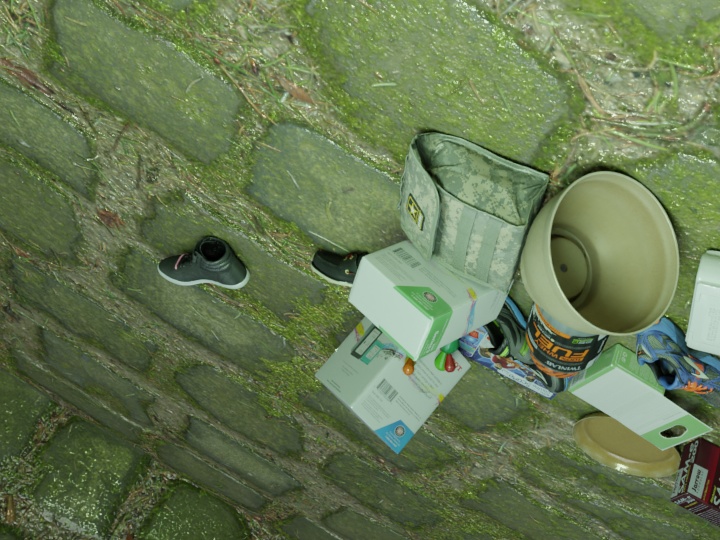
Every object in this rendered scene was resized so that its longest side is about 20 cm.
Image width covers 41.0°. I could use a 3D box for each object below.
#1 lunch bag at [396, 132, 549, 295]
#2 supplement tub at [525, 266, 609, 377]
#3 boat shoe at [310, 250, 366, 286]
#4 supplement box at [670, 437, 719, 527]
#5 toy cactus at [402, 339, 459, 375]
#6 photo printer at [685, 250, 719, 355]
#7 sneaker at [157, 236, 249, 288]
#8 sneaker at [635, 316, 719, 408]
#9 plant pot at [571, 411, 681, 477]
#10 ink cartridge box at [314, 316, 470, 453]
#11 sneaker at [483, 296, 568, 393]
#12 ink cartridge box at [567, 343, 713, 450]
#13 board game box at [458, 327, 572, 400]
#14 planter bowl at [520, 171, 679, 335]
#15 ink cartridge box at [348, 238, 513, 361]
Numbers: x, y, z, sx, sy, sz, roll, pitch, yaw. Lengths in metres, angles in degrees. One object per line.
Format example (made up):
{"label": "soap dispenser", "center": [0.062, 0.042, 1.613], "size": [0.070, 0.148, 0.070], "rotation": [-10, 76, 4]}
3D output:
{"label": "lunch bag", "center": [0.139, -0.083, 1.320], "size": [0.197, 0.118, 0.165], "rotation": [25, 148, 13]}
{"label": "supplement tub", "center": [0.308, 0.070, 1.408], "size": [0.120, 0.124, 0.201], "rotation": [20, 150, 13]}
{"label": "boat shoe", "center": [0.002, -0.001, 1.620], "size": [0.199, 0.073, 0.064], "rotation": [21, 116, 32]}
{"label": "supplement box", "center": [0.637, 0.382, 1.636], "size": [0.197, 0.110, 0.061], "rotation": [27, 152, 0]}
{"label": "toy cactus", "center": [0.119, 0.083, 1.503], "size": [0.162, 0.103, 0.203], "rotation": [-12, 116, 27]}
{"label": "photo printer", "center": [0.535, 0.060, 1.258], "size": [0.196, 0.070, 0.168], "rotation": [14, 147, 22]}
{"label": "sneaker", "center": [-0.312, -0.024, 1.838], "size": [0.196, 0.072, 0.100], "rotation": [6, 143, 23]}
{"label": "sneaker", "center": [0.479, 0.152, 1.439], "size": [0.198, 0.079, 0.075], "rotation": [35, 150, -12]}
{"label": "plant pot", "center": [0.481, 0.309, 1.736], "size": [0.197, 0.028, 0.201], "rotation": [21, 149, 13]}
{"label": "ink cartridge box", "center": [0.056, 0.171, 1.658], "size": [0.147, 0.200, 0.146], "rotation": [47, 171, -32]}
{"label": "sneaker", "center": [0.248, 0.122, 1.530], "size": [0.200, 0.082, 0.071], "rotation": [47, 149, 6]}
{"label": "ink cartridge box", "center": [0.459, 0.210, 1.577], "size": [0.198, 0.048, 0.146], "rotation": [30, 151, -5]}
{"label": "board game box", "center": [0.264, 0.140, 1.641], "size": [0.197, 0.035, 0.136], "rotation": [27, 150, 3]}
{"label": "planter bowl", "center": [0.287, -0.011, 1.239], "size": [0.199, 0.202, 0.134], "rotation": [35, 159, -15]}
{"label": "ink cartridge box", "center": [0.104, 0.027, 1.389], "size": [0.145, 0.198, 0.089], "rotation": [40, 131, 26]}
